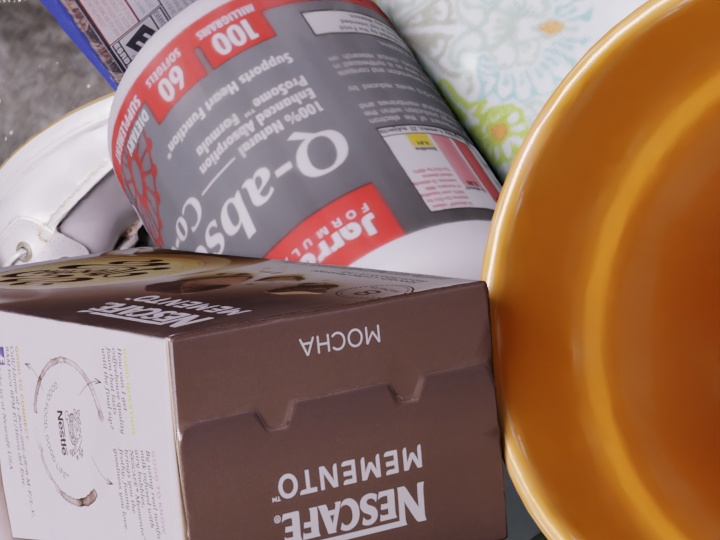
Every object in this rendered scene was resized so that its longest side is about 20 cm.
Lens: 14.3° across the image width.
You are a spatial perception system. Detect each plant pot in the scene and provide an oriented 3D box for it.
[{"bbox_3d":[0.165,0.022,0.874,0.199,0.183,0.201,-7,77,31],"label":"plant pot"}]

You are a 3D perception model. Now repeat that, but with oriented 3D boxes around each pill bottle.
[{"bbox_3d":[0.000,0.000,0.995,0.116,0.116,0.200,-45,53,17],"label":"pill bottle"}]

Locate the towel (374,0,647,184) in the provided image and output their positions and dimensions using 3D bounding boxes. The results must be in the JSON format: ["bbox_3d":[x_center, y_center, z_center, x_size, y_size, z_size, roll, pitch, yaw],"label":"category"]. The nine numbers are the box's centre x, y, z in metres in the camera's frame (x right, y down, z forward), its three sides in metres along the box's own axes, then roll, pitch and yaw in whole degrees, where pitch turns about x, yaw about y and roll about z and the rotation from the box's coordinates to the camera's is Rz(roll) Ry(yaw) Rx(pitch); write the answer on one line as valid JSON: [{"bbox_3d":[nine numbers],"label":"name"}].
[{"bbox_3d":[0.108,-0.091,1.014,0.171,0.048,0.200,-44,61,18],"label":"towel"}]

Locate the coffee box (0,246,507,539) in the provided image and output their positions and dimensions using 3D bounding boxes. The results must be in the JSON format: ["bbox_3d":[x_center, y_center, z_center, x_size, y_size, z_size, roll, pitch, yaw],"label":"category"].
[{"bbox_3d":[-0.059,0.042,0.884,0.200,0.113,0.080,6,103,56],"label":"coffee box"}]

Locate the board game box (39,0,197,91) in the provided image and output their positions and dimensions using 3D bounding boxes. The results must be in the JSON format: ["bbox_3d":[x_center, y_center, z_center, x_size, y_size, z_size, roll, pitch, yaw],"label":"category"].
[{"bbox_3d":[-0.049,-0.178,1.029,0.200,0.160,0.097,-39,60,-5],"label":"board game box"}]

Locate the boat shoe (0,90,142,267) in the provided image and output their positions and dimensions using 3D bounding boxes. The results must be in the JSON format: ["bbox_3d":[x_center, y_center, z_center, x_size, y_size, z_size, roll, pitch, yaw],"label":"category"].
[{"bbox_3d":[-0.122,0.002,1.135,0.200,0.071,0.070,-42,63,31],"label":"boat shoe"}]
